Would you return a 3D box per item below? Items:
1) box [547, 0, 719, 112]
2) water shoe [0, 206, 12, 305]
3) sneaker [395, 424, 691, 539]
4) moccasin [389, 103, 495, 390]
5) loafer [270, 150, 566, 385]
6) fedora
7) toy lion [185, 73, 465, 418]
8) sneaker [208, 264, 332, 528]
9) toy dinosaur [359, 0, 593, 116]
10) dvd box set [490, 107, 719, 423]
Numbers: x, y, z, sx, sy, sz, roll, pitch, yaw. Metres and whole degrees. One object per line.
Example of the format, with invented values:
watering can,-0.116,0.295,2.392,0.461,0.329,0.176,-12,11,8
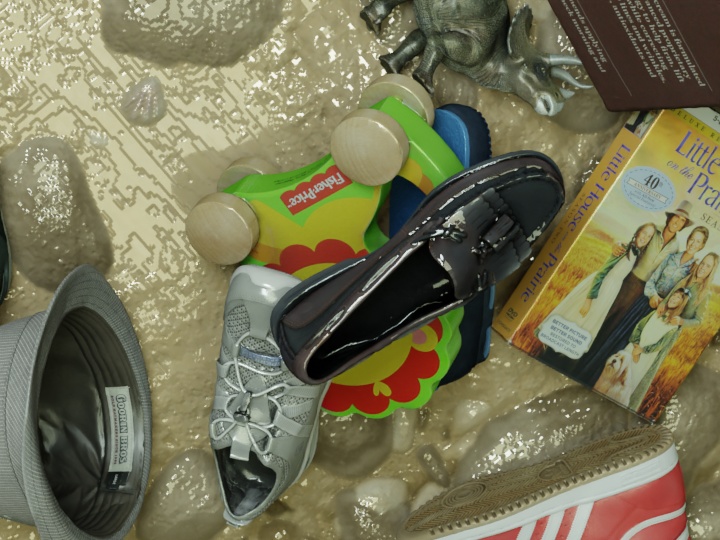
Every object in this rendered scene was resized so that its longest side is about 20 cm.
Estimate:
box,0.221,-0.206,1.339,0.164,0.200,0.166,-38,110,-23
water shoe,-0.255,-0.062,1.384,0.071,0.079,0.201,-17,108,-5
sneaker,0.131,0.188,1.526,0.199,0.071,0.113,-18,111,0
moccasin,0.060,-0.020,1.459,0.068,0.080,0.201,-16,129,-33
loafer,0.040,0.005,1.326,0.200,0.063,0.072,-32,119,6
fedora,-0.203,0.092,1.403,0.090,0.177,0.200,0,149,18
toy lion,0.000,0.000,1.414,0.200,0.069,0.192,-28,107,34
sneaker,-0.058,0.083,1.414,0.074,0.082,0.200,14,134,15
toy dinosaur,0.054,-0.176,1.419,0.102,0.077,0.200,-34,104,-13
dvd box set,0.196,-0.011,1.484,0.146,0.029,0.200,29,99,-33
